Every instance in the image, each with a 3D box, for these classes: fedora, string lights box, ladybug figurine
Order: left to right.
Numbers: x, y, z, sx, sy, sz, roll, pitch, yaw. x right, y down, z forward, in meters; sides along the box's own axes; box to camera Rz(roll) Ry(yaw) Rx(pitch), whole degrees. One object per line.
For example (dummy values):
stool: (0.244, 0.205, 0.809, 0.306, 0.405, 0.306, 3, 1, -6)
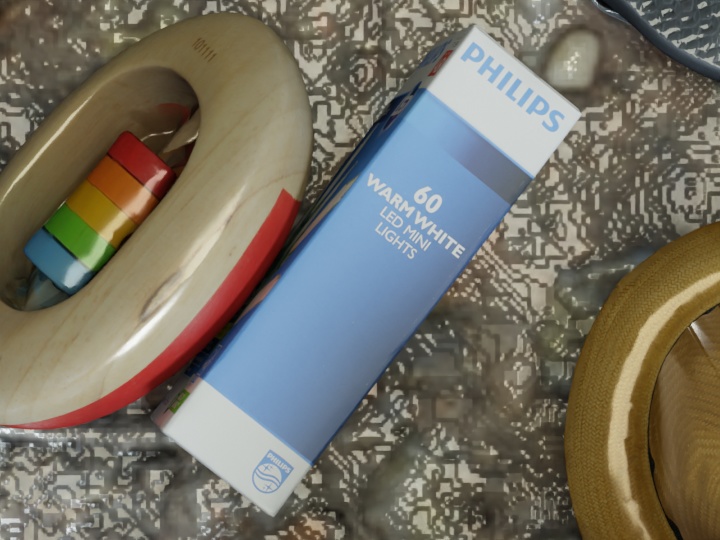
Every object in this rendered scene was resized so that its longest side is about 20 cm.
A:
ladybug figurine: (-0.091, -0.011, 1.179, 0.200, 0.136, 0.072, -47, 132, 3)
string lights box: (0.000, 0.000, 1.190, 0.059, 0.103, 0.200, 38, 86, -6)
fedora: (0.170, 0.072, 1.219, 0.199, 0.082, 0.202, -1, 94, -9)

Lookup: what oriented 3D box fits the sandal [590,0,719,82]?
sandal: (0.110, -0.141, 1.239, 0.199, 0.043, 0.076, 30, 80, 5)
